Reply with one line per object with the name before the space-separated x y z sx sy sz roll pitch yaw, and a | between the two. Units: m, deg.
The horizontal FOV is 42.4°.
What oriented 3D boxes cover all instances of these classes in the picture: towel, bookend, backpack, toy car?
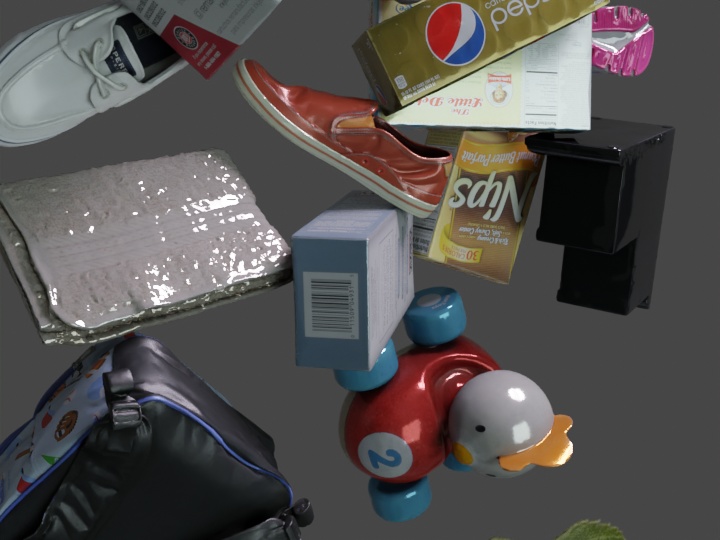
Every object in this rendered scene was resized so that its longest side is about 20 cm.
towel | -0.153 -0.024 0.664 0.199 0.133 0.035 -18 153 -35
bookend | 0.233 -0.040 0.927 0.198 0.092 0.202 -25 122 -55
backpack | -0.169 0.153 0.659 0.190 0.154 0.200 -41 122 2
toy car | 0.096 0.141 0.843 0.176 0.199 0.186 -29 117 -29

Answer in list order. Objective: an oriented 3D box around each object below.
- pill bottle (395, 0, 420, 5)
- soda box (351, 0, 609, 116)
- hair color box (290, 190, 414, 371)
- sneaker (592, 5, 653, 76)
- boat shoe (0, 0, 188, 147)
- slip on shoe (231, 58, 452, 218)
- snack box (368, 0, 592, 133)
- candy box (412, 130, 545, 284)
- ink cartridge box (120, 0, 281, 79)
pill bottle | -0.010 -0.303 0.703 0.199 0.111 0.112 30 82 -27
soda box | 0.098 -0.203 0.764 0.199 0.064 0.068 -28 96 -10
hair color box | 0.000 0.000 0.752 0.200 0.060 0.100 -47 138 -71
sneaker | 0.177 -0.229 0.898 0.198 0.088 0.082 15 90 -17
boat shoe | -0.177 -0.151 0.646 0.200 0.065 0.074 -42 123 -23
slip on shoe | -0.012 -0.117 0.748 0.199 0.074 0.061 30 108 -11
snack box | 0.106 -0.182 0.819 0.198 0.037 0.117 0 93 -12
candy box | 0.116 -0.098 0.894 0.115 0.055 0.202 16 89 -38
ink cartridge box | -0.111 -0.257 0.581 0.200 0.145 0.145 41 67 -15
